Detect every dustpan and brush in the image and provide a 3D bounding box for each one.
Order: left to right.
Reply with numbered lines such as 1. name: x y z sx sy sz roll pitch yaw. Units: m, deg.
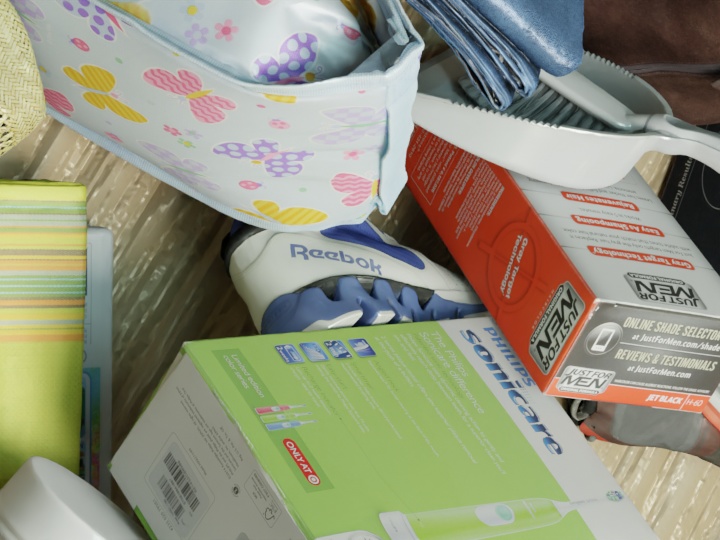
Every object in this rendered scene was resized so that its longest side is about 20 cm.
1. dustpan and brush: 0.121 -0.072 1.177 0.140 0.200 0.057 -34 154 -59

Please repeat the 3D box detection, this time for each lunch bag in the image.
1. lunch bag: -0.062 -0.111 1.064 0.200 0.170 0.127 32 73 10

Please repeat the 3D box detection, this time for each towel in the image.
1. towel: -0.170 0.058 1.114 0.086 0.018 0.200 0 95 -27
2. towel: 0.023 -0.171 1.123 0.200 0.049 0.112 42 30 -20

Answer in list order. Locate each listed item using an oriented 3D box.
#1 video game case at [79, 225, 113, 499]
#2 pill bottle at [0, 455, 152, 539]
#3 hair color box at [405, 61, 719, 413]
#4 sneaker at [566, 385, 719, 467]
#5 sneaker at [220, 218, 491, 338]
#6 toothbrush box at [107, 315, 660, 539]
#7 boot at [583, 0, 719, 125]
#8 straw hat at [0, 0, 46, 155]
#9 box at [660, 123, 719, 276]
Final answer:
1. video game case: -0.207 0.071 1.114 0.200 0.024 0.182 -1 94 -33
2. pill bottle: -0.176 0.182 1.055 0.112 0.112 0.200 38 93 -28
3. hair color box: 0.099 -0.019 1.200 0.101 0.200 0.061 9 122 -32
4. sneaker: 0.155 0.063 1.326 0.200 0.082 0.077 40 31 -44
5. sneaker: 0.000 0.000 1.198 0.199 0.081 0.115 7 45 -57
6. toothbrush box: 0.012 0.104 1.085 0.200 0.146 0.086 -5 139 -43
7. boot: 0.140 -0.149 1.235 0.200 0.166 0.072 43 71 -27
8. straw hat: -0.181 -0.084 1.011 0.085 0.201 0.201 -33 110 -13
9. box: 0.267 -0.040 1.302 0.107 0.200 0.149 25 81 -32
